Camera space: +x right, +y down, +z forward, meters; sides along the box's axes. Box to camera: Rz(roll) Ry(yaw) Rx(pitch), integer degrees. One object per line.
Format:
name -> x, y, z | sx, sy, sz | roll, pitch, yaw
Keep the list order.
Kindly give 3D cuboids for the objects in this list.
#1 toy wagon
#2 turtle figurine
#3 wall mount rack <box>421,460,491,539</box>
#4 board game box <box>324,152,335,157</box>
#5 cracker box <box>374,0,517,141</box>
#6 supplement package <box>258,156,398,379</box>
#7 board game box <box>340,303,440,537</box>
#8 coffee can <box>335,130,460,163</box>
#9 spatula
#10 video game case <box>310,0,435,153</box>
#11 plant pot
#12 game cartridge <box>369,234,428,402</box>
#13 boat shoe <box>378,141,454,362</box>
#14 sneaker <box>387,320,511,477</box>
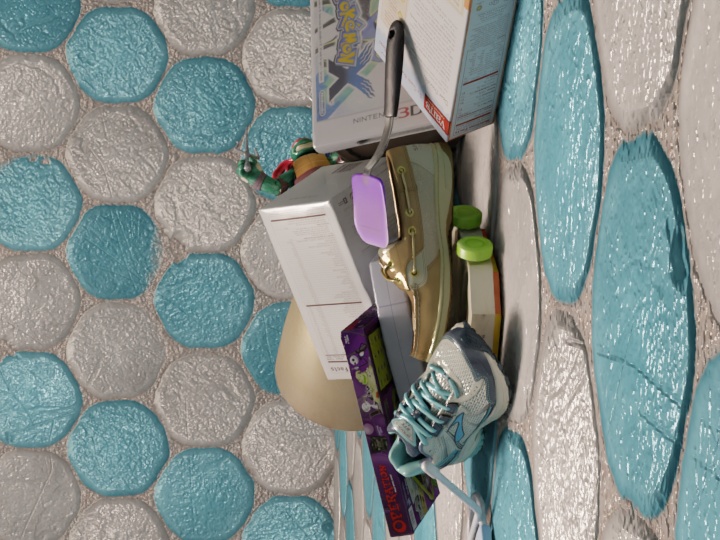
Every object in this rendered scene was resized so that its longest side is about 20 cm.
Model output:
toy wagon -> 0.098, 0.019, 1.472 | 0.200, 0.039, 0.157 | -98, 9, -63
turtle figurine -> -0.052, -0.109, 1.774 | 0.101, 0.149, 0.201 | 53, -172, -49
wall mount rack -> 0.086, 0.271, 1.401 | 0.175, 0.074, 0.201 | 96, 171, -46
board game box -> 0.011, -0.192, 1.935 | 0.199, 0.043, 0.202 | 49, -126, -74
cracker box -> 0.074, -0.231, 1.368 | 0.134, 0.057, 0.201 | 55, 155, 30
supplement package -> 0.000, 0.000, 1.613 | 0.113, 0.109, 0.201 | -4, 114, 45
board game box -> 0.030, 0.139, 1.494 | 0.120, 0.032, 0.202 | -30, -72, -67
coffee can -> 0.031, -0.229, 1.640 | 0.147, 0.145, 0.202 | 97, 172, -56
spatula -> 0.019, -0.123, 1.401 | 0.056, 0.020, 0.202 | 16, 98, 56
video game case -> 0.034, -0.225, 1.512 | 0.022, 0.181, 0.202 | 28, -123, -58
plant pot -> -0.006, 0.050, 1.809 | 0.201, 0.185, 0.188 | 93, 174, -45
game cartridge -> 0.057, 0.072, 1.521 | 0.133, 0.041, 0.202 | -46, -57, -66
boat shoe -> 0.048, -0.016, 1.425 | 0.074, 0.066, 0.202 | 140, 131, -84
sneaker -> 0.071, 0.124, 1.366 | 0.078, 0.086, 0.201 | 52, 154, 27
